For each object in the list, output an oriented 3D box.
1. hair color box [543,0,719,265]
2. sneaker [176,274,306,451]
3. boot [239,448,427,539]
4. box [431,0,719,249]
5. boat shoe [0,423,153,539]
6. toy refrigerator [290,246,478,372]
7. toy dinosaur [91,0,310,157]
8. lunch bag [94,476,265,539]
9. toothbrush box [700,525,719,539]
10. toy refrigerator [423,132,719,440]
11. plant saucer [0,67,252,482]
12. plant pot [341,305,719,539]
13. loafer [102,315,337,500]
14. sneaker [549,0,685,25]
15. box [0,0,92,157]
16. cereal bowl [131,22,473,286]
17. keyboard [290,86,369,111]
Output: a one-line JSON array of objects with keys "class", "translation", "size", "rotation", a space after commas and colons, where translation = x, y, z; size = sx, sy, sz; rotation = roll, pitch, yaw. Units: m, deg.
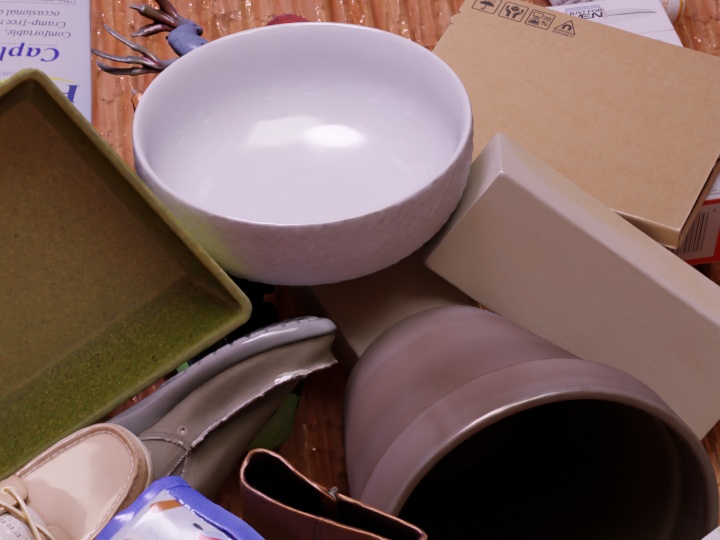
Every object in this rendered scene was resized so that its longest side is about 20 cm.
[{"class": "hair color box", "translation": [0.166, -0.088, 1.802], "size": [0.111, 0.064, 0.200], "rotation": [-8, 47, -12]}, {"class": "sneaker", "translation": [-0.091, 0.018, 1.666], "size": [0.077, 0.084, 0.200], "rotation": [-2, 43, -51]}, {"class": "boot", "translation": [0.017, 0.194, 1.427], "size": [0.188, 0.200, 0.068], "rotation": [30, 46, 21]}, {"class": "box", "translation": [0.131, -0.097, 1.749], "size": [0.200, 0.021, 0.164], "rotation": [18, 48, 16]}, {"class": "boat shoe", "translation": [-0.189, 0.153, 1.492], "size": [0.074, 0.069, 0.200], "rotation": [42, 75, 12]}, {"class": "toy refrigerator", "translation": [0.000, 0.000, 1.702], "size": [0.076, 0.070, 0.200], "rotation": [-31, 53, -9]}, {"class": "toy dinosaur", "translation": [-0.100, -0.118, 1.762], "size": [0.200, 0.105, 0.182], "rotation": [-22, 30, -8]}, {"class": "lunch bag", "translation": [-0.082, 0.226, 1.381], "size": [0.170, 0.200, 0.124], "rotation": [35, 12, 26]}, {"class": "toothbrush box", "translation": [0.244, 0.180, 1.511], "size": [0.086, 0.146, 0.200], "rotation": [37, 52, 27]}, {"class": "toy refrigerator", "translation": [0.138, 0.011, 1.651], "size": [0.200, 0.076, 0.070], "rotation": [34, 21, -13]}, {"class": "plant saucer", "translation": [-0.195, -0.001, 1.559], "size": [0.200, 0.200, 0.048], "rotation": [-34, 29, 14]}, {"class": "plant pot", "translation": [0.070, 0.110, 1.549], "size": [0.200, 0.200, 0.174], "rotation": [-10, 30, -17]}, {"class": "loafer", "translation": [-0.092, 0.092, 1.574], "size": [0.200, 0.075, 0.070], "rotation": [-32, 89, 9]}, {"class": "sneaker", "translation": [0.162, -0.224, 1.962], "size": [0.079, 0.079, 0.200], "rotation": [-1, 42, -19]}, {"class": "box", "translation": [-0.217, -0.071, 1.678], "size": [0.105, 0.184, 0.200], "rotation": [1, 44, -8]}, {"class": "cereal bowl", "translation": [-0.031, -0.057, 1.632], "size": [0.200, 0.083, 0.200], "rotation": [-3, 39, 2]}, {"class": "keyboard", "translation": [-0.006, -0.120, 1.807], "size": [0.056, 0.011, 0.200], "rotation": [16, 12, 2]}]
